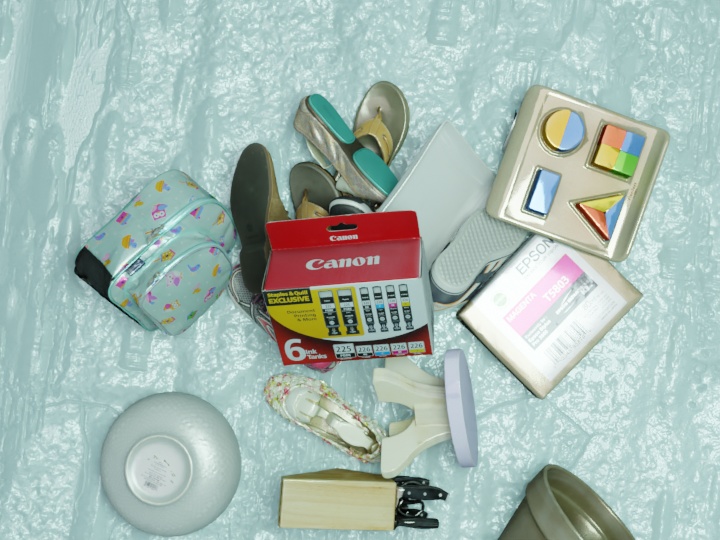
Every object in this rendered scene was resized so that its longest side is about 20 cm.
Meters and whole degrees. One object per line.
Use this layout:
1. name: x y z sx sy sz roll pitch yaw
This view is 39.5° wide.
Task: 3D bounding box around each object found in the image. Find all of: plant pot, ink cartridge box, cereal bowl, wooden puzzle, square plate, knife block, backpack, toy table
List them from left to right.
1. cereal bowl: -0.266 0.269 1.382 0.198 0.083 0.202 0 86 2
2. backpack: -0.257 -0.025 1.349 0.153 0.176 0.201 31 77 24
3. ink cartridge box: -0.015 0.023 1.253 0.198 0.084 0.177 -5 129 9
4. knife block: 0.012 0.306 1.322 0.174 0.199 0.065 1 85 33
5. toy table: 0.087 0.187 1.323 0.116 0.185 0.201 -5 129 10
6. square plate: 0.093 -0.079 1.345 0.028 0.198 0.201 34 88 38
7. ink cartridge box: 0.255 0.048 1.371 0.165 0.075 0.200 44 90 4
8. plant pot: 0.252 0.385 1.307 0.200 0.200 0.174 44 107 5
9. wooden puzzle: 0.285 -0.128 1.316 0.198 0.046 0.187 20 91 5

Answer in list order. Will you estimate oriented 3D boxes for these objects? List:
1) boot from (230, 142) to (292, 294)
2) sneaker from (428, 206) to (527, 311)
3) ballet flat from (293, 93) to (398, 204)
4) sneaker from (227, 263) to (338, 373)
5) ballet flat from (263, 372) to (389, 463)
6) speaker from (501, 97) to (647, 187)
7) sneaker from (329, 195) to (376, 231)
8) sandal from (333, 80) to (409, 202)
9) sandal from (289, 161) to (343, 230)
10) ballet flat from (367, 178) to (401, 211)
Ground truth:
1. boot: -0.126 -0.072 1.365 0.073 0.075 0.202 -3 92 42
2. sneaker: 0.150 -0.018 1.368 0.078 0.080 0.200 43 52 13
3. ballet flat: -0.020 -0.150 1.369 0.201 0.068 0.067 52 127 9
4. sneaker: -0.103 0.060 1.390 0.200 0.075 0.081 39 90 6
5. ballet flat: -0.045 0.200 1.383 0.199 0.064 0.076 27 87 5
6. speaker: 0.296 -0.164 1.378 0.198 0.081 0.082 24 88 4
7. sneaker: 0.000 0.000 1.346 0.071 0.083 0.202 -5 116 29
8. sandal: 0.010 -0.169 1.407 0.080 0.054 0.201 25 89 6
9. sandal: -0.063 -0.053 1.394 0.081 0.054 0.202 -5 90 28
10. ballet flat: 0.067 -0.097 1.394 0.200 0.072 0.072 -38 85 0
